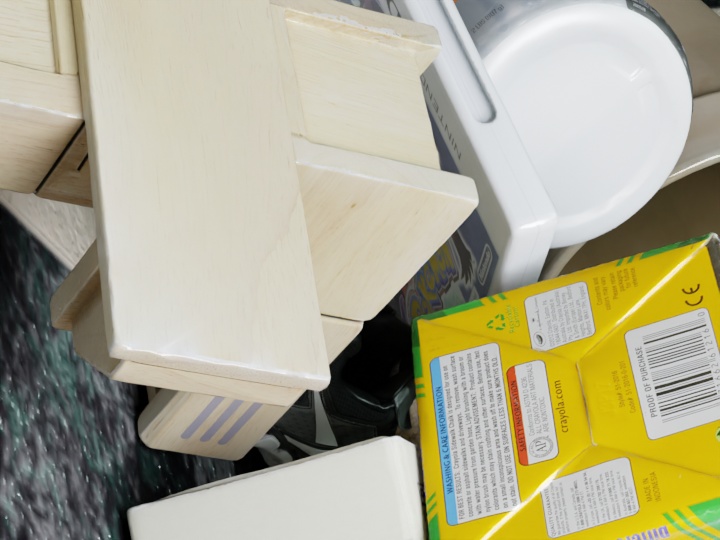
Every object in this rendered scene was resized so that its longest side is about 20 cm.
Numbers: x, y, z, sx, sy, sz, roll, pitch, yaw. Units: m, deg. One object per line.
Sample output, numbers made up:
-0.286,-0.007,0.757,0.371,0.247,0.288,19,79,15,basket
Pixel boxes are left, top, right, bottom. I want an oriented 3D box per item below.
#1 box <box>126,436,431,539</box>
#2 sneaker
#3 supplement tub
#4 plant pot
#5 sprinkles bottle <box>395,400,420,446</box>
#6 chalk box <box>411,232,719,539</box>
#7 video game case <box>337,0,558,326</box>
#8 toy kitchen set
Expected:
0.000,0.176,0.812,0.128,0.108,0.201,37,38,-69,box
-0.005,0.058,0.966,0.200,0.090,0.067,50,28,-60,sneaker
0.059,-0.106,1.019,0.123,0.122,0.200,65,-6,-34,supplement tub
0.143,-0.058,1.129,0.174,0.199,0.200,65,6,35,plant pot
0.000,0.000,1.105,0.068,0.068,0.201,12,63,-75,sprinkles bottle
0.108,0.107,0.841,0.200,0.123,0.125,63,15,-45,chalk box
0.022,-0.046,0.928,0.200,0.023,0.183,101,-31,-62,video game case
-0.084,0.010,0.743,0.199,0.181,0.164,11,50,-30,toy kitchen set
